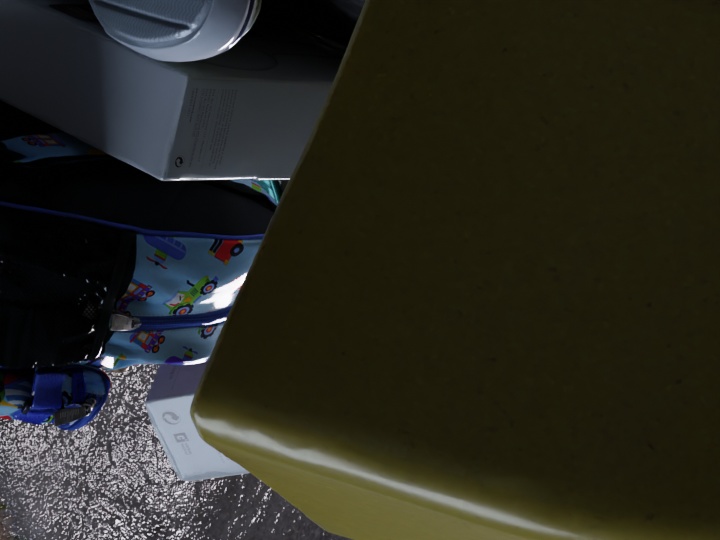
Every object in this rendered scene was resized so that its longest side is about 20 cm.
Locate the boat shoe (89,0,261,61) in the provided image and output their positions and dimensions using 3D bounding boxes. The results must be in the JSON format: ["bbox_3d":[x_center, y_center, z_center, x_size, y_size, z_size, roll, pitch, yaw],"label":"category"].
[{"bbox_3d":[-0.085,-0.133,1.055,0.062,0.072,0.200,16,-169,-33],"label":"boat shoe"}]

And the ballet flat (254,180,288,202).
[{"bbox_3d":[-0.024,-0.054,1.222,0.199,0.062,0.068,18,137,27],"label":"ballet flat"}]

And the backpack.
[{"bbox_3d":[-0.142,-0.009,1.138,0.199,0.135,0.182,6,-165,-35],"label":"backpack"}]

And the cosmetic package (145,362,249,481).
[{"bbox_3d":[-0.020,0.060,1.496,0.199,0.102,0.074,-8,126,21],"label":"cosmetic package"}]

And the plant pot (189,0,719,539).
[{"bbox_3d":[0.094,0.013,0.785,0.199,0.197,0.194,20,170,17],"label":"plant pot"}]

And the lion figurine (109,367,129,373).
[{"bbox_3d":[-0.097,0.000,1.314,0.198,0.073,0.123,0,143,2],"label":"lion figurine"}]

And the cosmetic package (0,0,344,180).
[{"bbox_3d":[-0.096,-0.095,1.138,0.199,0.052,0.150,26,-163,38],"label":"cosmetic package"}]
